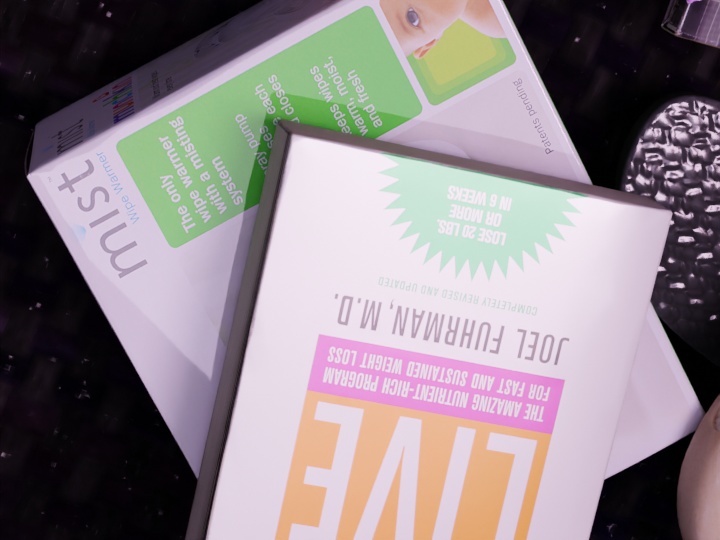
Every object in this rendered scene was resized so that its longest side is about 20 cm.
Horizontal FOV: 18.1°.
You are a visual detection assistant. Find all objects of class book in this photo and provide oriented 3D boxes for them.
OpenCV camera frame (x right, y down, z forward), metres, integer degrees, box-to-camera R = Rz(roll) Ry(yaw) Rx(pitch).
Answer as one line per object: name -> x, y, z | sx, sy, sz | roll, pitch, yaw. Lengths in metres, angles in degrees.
book -> 0.016, 0.062, 0.768 | 0.132, 0.048, 0.202 | 11, 100, -11

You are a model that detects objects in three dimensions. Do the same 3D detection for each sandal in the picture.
sandal -> 0.157, 0.010, 0.872 | 0.075, 0.048, 0.201 | -39, 116, 4

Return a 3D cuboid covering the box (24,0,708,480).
box -> 0.000, 0.000, 0.827 | 0.175, 0.097, 0.201 | -27, 106, 0

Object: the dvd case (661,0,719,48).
dvd case -> 0.211, -0.135, 0.809 | 0.199, 0.016, 0.150 | 10, 107, -31

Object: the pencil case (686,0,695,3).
pencil case -> 0.202, -0.142, 0.746 | 0.198, 0.085, 0.085 | -16, 82, -21

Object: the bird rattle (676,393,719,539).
bird rattle -> 0.185, 0.082, 0.835 | 0.162, 0.113, 0.200 | 25, 116, -28
